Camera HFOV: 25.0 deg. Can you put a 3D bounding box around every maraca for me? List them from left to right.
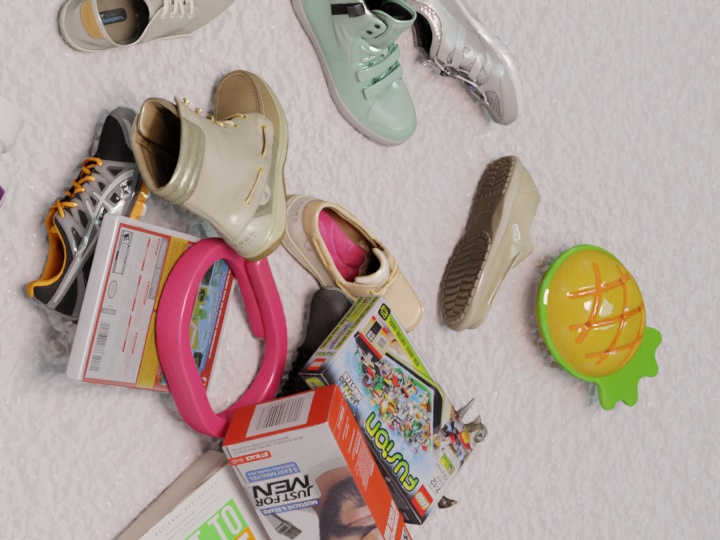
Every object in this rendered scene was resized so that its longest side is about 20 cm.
[{"bbox_3d":[0.264,0.063,1.784,0.137,0.107,0.201,-47,117,-18],"label":"maraca"}]

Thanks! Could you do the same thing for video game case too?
[{"bbox_3d":[-0.180,0.035,1.448,0.199,0.017,0.145,16,87,-61],"label":"video game case"}]

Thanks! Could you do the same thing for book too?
[{"bbox_3d":[-0.133,0.292,1.534,0.133,0.048,0.201,-41,117,-28],"label":"book"}]

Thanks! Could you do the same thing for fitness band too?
[{"bbox_3d":[-0.128,0.063,1.501,0.144,0.037,0.201,-50,140,-35],"label":"fitness band"}]

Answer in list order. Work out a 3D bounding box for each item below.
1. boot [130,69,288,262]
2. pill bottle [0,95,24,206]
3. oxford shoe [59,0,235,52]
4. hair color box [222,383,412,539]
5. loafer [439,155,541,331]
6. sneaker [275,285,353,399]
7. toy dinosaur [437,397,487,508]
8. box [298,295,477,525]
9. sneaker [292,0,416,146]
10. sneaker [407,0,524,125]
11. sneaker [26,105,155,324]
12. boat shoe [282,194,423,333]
[{"bbox_3d":[-0.136,-0.123,1.451,0.154,0.072,0.202,33,41,-45],"label":"boot"},{"bbox_3d":[-0.353,-0.054,1.318,0.112,0.112,0.202,34,72,-32],"label":"pill bottle"},{"bbox_3d":[-0.180,-0.246,1.480,0.199,0.057,0.076,-25,103,-36],"label":"oxford shoe"},{"bbox_3d":[-0.037,0.213,1.517,0.064,0.110,0.201,-74,144,-56],"label":"hair color box"},{"bbox_3d":[0.146,-0.022,1.714,0.068,0.075,0.202,29,73,-27],"label":"loafer"},{"bbox_3d":[-0.040,0.116,1.579,0.079,0.075,0.203,0,91,-34],"label":"sneaker"},{"bbox_3d":[0.041,0.200,1.645,0.198,0.077,0.104,-12,89,-40],"label":"toy dinosaur"},{"bbox_3d":[0.030,0.135,1.561,0.110,0.034,0.201,-51,121,-32],"label":"box"},{"bbox_3d":[0.019,-0.208,1.591,0.074,0.118,0.201,-46,117,-28],"label":"sneaker"},{"bbox_3d":[0.096,-0.228,1.690,0.082,0.075,0.201,-40,107,-14],"label":"sneaker"},{"bbox_3d":[-0.237,-0.051,1.431,0.077,0.078,0.202,16,79,-26],"label":"sneaker"},{"bbox_3d":[0.000,0.000,1.609,0.200,0.069,0.074,41,68,-30],"label":"boat shoe"}]
